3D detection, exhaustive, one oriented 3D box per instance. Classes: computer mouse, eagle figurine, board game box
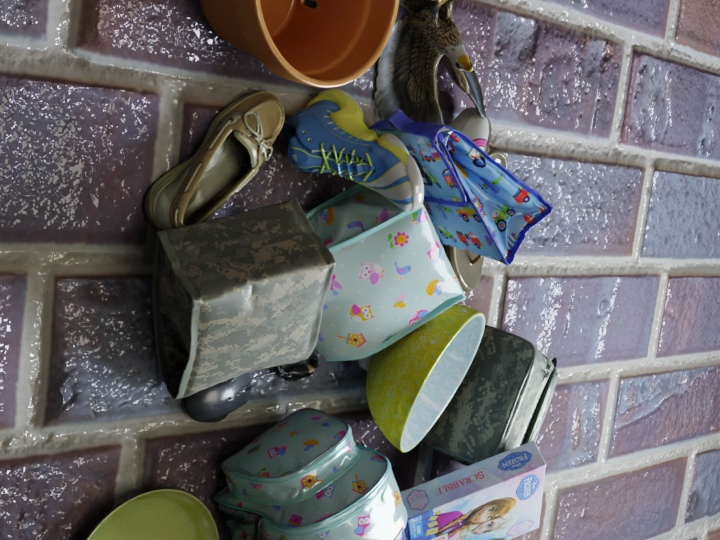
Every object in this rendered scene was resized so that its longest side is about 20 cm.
[{"bbox_3d":[-0.119,0.131,1.205,0.198,0.034,0.060,-17,112,-43],"label":"computer mouse"},{"bbox_3d":[0.095,-0.267,1.268,0.202,0.149,0.152,96,0,-46],"label":"eagle figurine"},{"bbox_3d":[0.151,0.327,1.414,0.197,0.041,0.201,-20,144,-7],"label":"board game box"}]

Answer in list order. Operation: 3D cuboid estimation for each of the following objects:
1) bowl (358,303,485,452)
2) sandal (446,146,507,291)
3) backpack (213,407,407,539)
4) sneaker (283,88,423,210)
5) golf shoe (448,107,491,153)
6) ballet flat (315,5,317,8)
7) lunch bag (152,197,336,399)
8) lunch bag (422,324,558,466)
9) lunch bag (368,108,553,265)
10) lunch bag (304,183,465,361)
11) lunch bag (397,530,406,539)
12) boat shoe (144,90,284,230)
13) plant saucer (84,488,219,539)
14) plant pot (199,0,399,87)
[{"bbox_3d":[0.062,0.116,1.318,0.201,0.107,0.201,-51,159,-27],"label":"bowl"},{"bbox_3d":[0.170,-0.070,1.434,0.080,0.054,0.203,19,87,-46],"label":"sandal"},{"bbox_3d":[-0.052,0.257,1.188,0.175,0.198,0.156,-29,120,-36],"label":"backpack"},{"bbox_3d":[-0.017,-0.119,1.146,0.104,0.200,0.076,-25,139,-20],"label":"sneaker"},{"bbox_3d":[0.099,-0.143,1.329,0.201,0.072,0.092,-54,131,-21],"label":"golf shoe"},{"bbox_3d":[-0.001,-0.316,1.177,0.068,0.075,0.203,29,80,-46],"label":"ballet flat"},{"bbox_3d":[-0.129,0.041,1.091,0.162,0.118,0.202,-16,143,-27],"label":"lunch bag"},{"bbox_3d":[0.195,0.192,1.478,0.168,0.138,0.203,40,70,-54],"label":"lunch bag"},{"bbox_3d":[0.103,-0.115,1.212,0.094,0.150,0.200,-50,117,-9],"label":"lunch bag"},{"bbox_3d":[0.000,0.000,1.228,0.198,0.122,0.171,-29,127,2],"label":"lunch bag"},{"bbox_3d":[-0.011,0.387,1.313,0.135,0.131,0.203,-33,122,-35],"label":"lunch bag"},{"bbox_3d":[-0.140,-0.114,1.097,0.201,0.063,0.074,-46,129,-28],"label":"boat shoe"},{"bbox_3d":[-0.241,0.332,1.136,0.198,0.031,0.204,-14,110,-42],"label":"plant saucer"},{"bbox_3d":[-0.074,-0.293,1.062,0.198,0.139,0.204,-14,109,-43],"label":"plant pot"}]
